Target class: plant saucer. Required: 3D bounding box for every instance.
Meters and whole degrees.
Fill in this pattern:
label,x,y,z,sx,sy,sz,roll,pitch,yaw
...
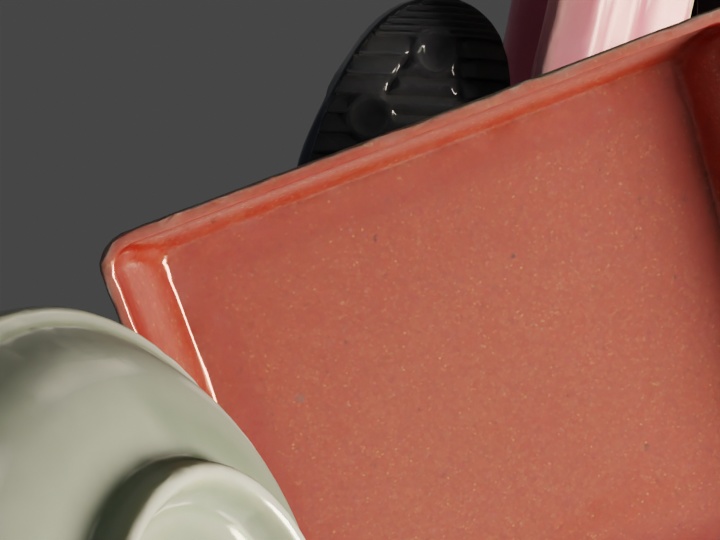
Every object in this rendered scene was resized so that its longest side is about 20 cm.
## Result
label,x,y,z,sx,sy,sz,roll,pitch,yaw
plant saucer,0.087,-0.108,0.837,0.201,0.051,0.201,-169,-90,-89
plant saucer,0.044,0.040,0.710,0.037,0.199,0.200,-124,-166,-66
plant saucer,-0.050,0.104,0.588,0.200,0.050,0.201,32,52,-53

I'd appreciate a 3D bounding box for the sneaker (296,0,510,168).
label,x,y,z,sx,sy,sz,roll,pitch,yaw
sneaker,0.000,0.000,0.816,0.082,0.070,0.201,-122,-134,-75

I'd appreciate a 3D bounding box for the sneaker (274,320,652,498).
label,x,y,z,sx,sy,sz,roll,pitch,yaw
sneaker,0.048,0.040,0.759,0.199,0.104,0.060,-25,-169,-10

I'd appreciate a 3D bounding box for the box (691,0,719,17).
label,x,y,z,sx,sy,sz,roll,pitch,yaw
box,0.181,-0.104,0.910,0.148,0.107,0.200,-38,-143,41

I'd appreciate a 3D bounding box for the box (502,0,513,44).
label,x,y,z,sx,sy,sz,roll,pitch,yaw
box,0.111,-0.089,1.069,0.200,0.044,0.161,-49,155,-50
